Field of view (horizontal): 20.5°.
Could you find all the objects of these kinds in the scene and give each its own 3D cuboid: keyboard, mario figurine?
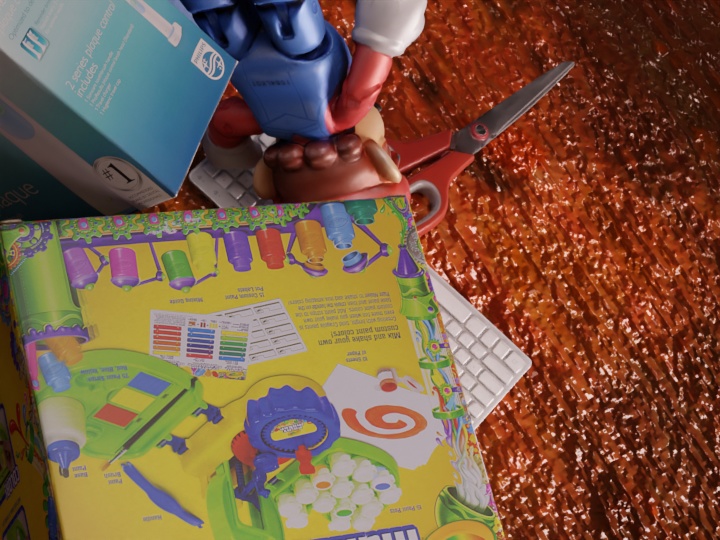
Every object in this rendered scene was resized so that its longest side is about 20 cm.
[{"bbox_3d":[0.000,0.000,1.044,0.200,0.011,0.056,42,71,3],"label":"keyboard"},{"bbox_3d":[-0.028,-0.099,0.988,0.106,0.200,0.123,-37,39,-18],"label":"mario figurine"}]

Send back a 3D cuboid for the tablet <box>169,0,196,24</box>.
[{"bbox_3d":[-0.084,-0.148,1.030,0.014,0.130,0.200,31,52,20],"label":"tablet"}]

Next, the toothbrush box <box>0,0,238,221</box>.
[{"bbox_3d":[-0.181,-0.104,0.889,0.200,0.146,0.085,42,52,-28],"label":"toothbrush box"}]

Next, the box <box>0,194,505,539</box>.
[{"bbox_3d":[-0.064,0.082,0.906,0.200,0.122,0.193,-4,66,-26],"label":"box"}]

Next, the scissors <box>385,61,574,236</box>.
[{"bbox_3d":[0.061,-0.066,1.116,0.200,0.014,0.073,-20,70,-32],"label":"scissors"}]
